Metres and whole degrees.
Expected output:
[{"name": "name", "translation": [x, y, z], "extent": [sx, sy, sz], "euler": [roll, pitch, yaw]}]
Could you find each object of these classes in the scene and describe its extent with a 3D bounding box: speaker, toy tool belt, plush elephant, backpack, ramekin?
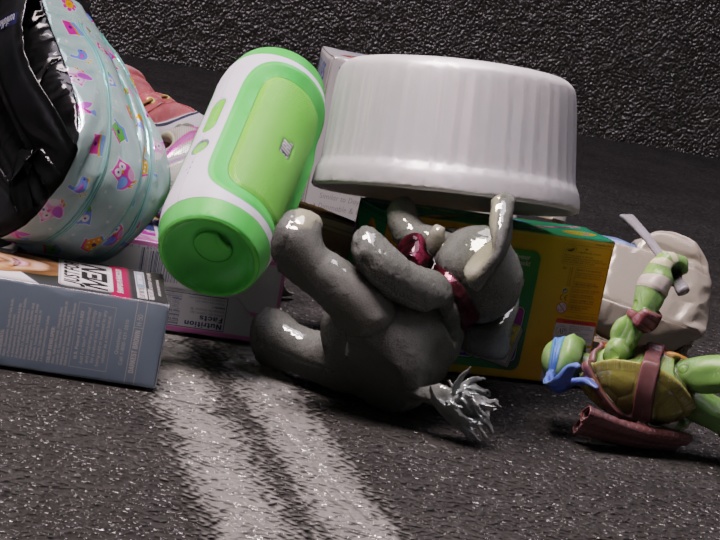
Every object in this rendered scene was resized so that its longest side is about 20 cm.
[{"name": "speaker", "translation": [-0.082, -0.073, 1.529], "extent": [0.088, 0.089, 0.200], "euler": [12, 43, 5]}, {"name": "toy tool belt", "translation": [0.196, 0.022, 1.837], "extent": [0.199, 0.125, 0.123], "euler": [14, -21, 1]}, {"name": "plush elephant", "translation": [0.042, 0.012, 1.481], "extent": [0.200, 0.165, 0.155], "euler": [30, 56, 17]}, {"name": "backpack", "translation": [-0.222, -0.101, 1.510], "extent": [0.126, 0.167, 0.200], "euler": [17, 32, -43]}, {"name": "ramekin", "translation": [0.068, -0.099, 1.590], "extent": [0.200, 0.098, 0.200], "euler": [7, -2, 0]}]

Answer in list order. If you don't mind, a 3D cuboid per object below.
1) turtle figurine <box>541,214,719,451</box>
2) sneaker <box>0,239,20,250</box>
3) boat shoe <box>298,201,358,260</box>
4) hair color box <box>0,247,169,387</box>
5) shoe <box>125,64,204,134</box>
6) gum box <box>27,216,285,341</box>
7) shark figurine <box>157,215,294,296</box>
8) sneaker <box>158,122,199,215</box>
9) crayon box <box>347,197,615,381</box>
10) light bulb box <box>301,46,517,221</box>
[{"name": "turtle figurine", "translation": [0.240, 0.057, 1.534], "extent": [0.193, 0.144, 0.200], "euler": [19, 15, 19]}, {"name": "sneaker", "translation": [-0.323, -0.047, 1.657], "extent": [0.072, 0.083, 0.200], "euler": [15, 11, 22]}, {"name": "boat shoe", "translation": [0.000, 0.000, 1.692], "extent": [0.200, 0.067, 0.074], "euler": [25, 1, -36]}, {"name": "hair color box", "translation": [-0.231, 0.024, 1.425], "extent": [0.199, 0.061, 0.099], "euler": [9, 10, -10]}, {"name": "shoe", "translation": [-0.201, -0.112, 1.740], "extent": [0.091, 0.072, 0.200], "euler": [36, 23, 11]}, {"name": "gum box", "translation": [-0.152, 0.000, 1.627], "extent": [0.199, 0.066, 0.114], "euler": [9, 11, -10]}, {"name": "shark figurine", "translation": [-0.146, -0.039, 1.816], "extent": [0.128, 0.090, 0.214], "euler": [1, 12, -40]}, {"name": "sneaker", "translation": [-0.120, -0.083, 1.685], "extent": [0.088, 0.082, 0.200], "euler": [15, 11, 9]}, {"name": "crayon box", "translation": [0.088, 0.017, 1.652], "extent": [0.199, 0.119, 0.058], "euler": [7, 10, -23]}, {"name": "light bulb box", "translation": [0.044, -0.086, 1.954], "extent": [0.198, 0.201, 0.125], "euler": [10, 10, -8]}]
